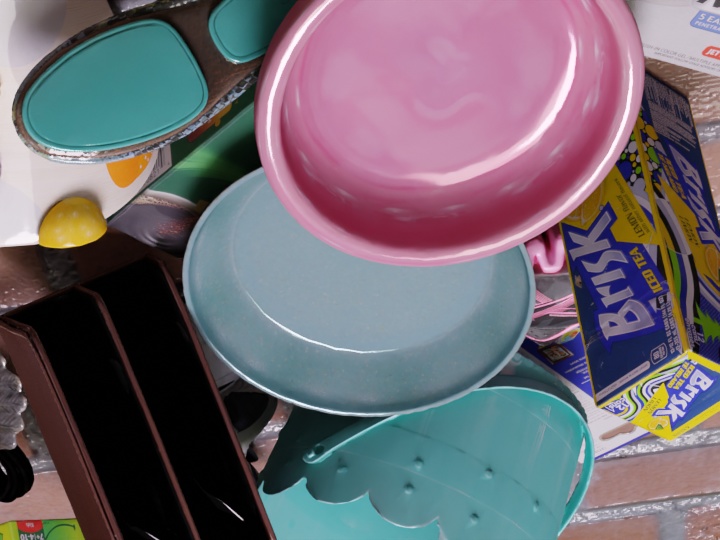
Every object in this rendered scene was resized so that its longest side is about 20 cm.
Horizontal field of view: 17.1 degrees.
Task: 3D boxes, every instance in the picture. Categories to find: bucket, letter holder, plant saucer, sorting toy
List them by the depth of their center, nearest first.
[{"bbox_3d":[0.042,-0.095,1.208,0.199,0.051,0.202,-8,129,-9],"label":"plant saucer"},{"bbox_3d":[-0.206,-0.109,1.245,0.198,0.107,0.181,-3,125,-5],"label":"sorting toy"},{"bbox_3d":[0.000,0.000,1.349,0.198,0.036,0.201,3,132,4],"label":"plant saucer"},{"bbox_3d":[-0.118,0.104,1.363,0.100,0.201,0.142,-23,-172,-12],"label":"letter holder"},{"bbox_3d":[0.041,0.126,1.491,0.206,0.136,0.207,19,159,7],"label":"bucket"}]

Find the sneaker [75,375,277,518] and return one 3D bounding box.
[{"bbox_3d":[-0.086,0.126,1.575,0.129,0.080,0.199,18,135,-35],"label":"sneaker"}]

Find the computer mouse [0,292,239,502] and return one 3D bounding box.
[{"bbox_3d":[-0.167,0.067,1.479,0.199,0.110,0.044,-20,-175,9],"label":"computer mouse"}]

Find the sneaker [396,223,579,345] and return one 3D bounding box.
[{"bbox_3d":[0.090,0.009,1.428,0.198,0.079,0.096,-5,126,0],"label":"sneaker"}]

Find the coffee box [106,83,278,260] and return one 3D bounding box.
[{"bbox_3d":[-0.039,-0.068,1.347,0.123,0.044,0.200,26,132,-36],"label":"coffee box"}]

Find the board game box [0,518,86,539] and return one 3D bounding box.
[{"bbox_3d":[-0.178,0.187,1.488,0.101,0.048,0.199,-20,165,34],"label":"board game box"}]

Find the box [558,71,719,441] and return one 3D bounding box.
[{"bbox_3d":[0.157,-0.012,1.321,0.064,0.201,0.070,25,133,-36],"label":"box"}]

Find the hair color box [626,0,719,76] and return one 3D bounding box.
[{"bbox_3d":[0.203,-0.187,1.210,0.110,0.064,0.200,12,139,-23],"label":"hair color box"}]

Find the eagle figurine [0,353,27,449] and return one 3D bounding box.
[{"bbox_3d":[-0.302,0.113,1.455,0.150,0.153,0.200,-13,177,-31],"label":"eagle figurine"}]

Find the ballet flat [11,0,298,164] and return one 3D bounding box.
[{"bbox_3d":[-0.086,-0.111,1.224,0.199,0.074,0.074,-25,145,-10],"label":"ballet flat"}]

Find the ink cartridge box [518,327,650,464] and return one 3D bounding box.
[{"bbox_3d":[0.127,0.059,1.554,0.094,0.037,0.200,-29,136,26],"label":"ink cartridge box"}]
